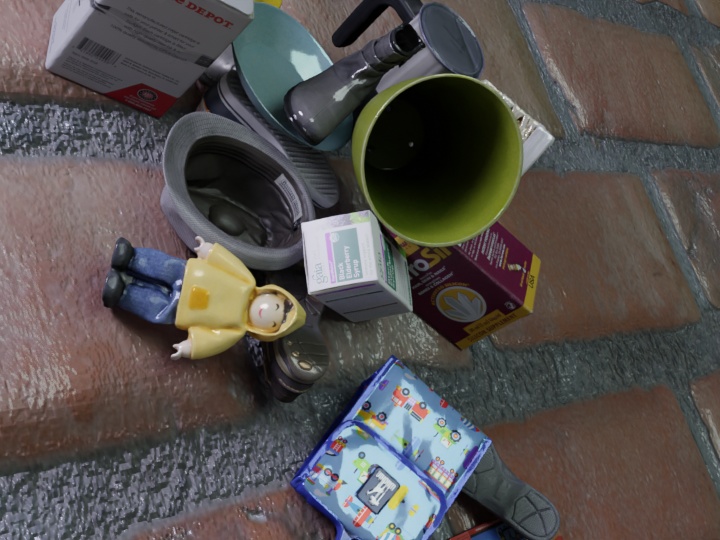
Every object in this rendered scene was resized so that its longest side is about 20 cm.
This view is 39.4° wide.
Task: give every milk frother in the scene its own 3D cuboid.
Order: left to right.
[{"bbox_3d":[0.025,-0.256,1.321,0.181,0.188,0.200,45,42,-12],"label":"milk frother"}]

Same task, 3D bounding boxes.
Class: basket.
[{"bbox_3d":[0.153,-0.172,1.370,0.123,0.136,0.200,43,-1,-9],"label":"basket"}]

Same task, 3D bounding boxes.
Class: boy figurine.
[{"bbox_3d":[-0.153,0.033,1.002,0.199,0.064,0.125,17,78,-5],"label":"boy figurine"}]

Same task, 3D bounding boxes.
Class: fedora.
[{"bbox_3d":[-0.148,-0.071,1.108,0.199,0.090,0.178,24,51,-30],"label":"fedora"}]

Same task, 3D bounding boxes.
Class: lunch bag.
[{"bbox_3d":[0.024,0.221,1.097,0.150,0.094,0.200,40,53,0],"label":"lunch bag"}]

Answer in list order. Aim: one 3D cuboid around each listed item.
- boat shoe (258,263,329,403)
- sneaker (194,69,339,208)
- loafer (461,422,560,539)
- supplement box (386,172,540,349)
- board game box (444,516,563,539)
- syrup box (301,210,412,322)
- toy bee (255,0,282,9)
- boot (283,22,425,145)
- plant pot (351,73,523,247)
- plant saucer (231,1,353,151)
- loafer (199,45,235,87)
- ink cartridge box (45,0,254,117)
[{"bbox_3d":[-0.084,0.063,1.103,0.074,0.073,0.200,25,29,-20],"label":"boat shoe"},{"bbox_3d":[-0.112,-0.143,1.202,0.200,0.079,0.079,48,33,-17],"label":"sneaker"},{"bbox_3d":[0.152,0.255,1.220,0.200,0.063,0.072,43,72,9],"label":"loafer"},{"bbox_3d":[0.117,-0.011,1.299,0.200,0.131,0.103,38,44,-19],"label":"supplement box"},{"bbox_3d":[0.184,0.349,1.221,0.200,0.019,0.103,-8,72,-46],"label":"board game box"},{"bbox_3d":[0.000,0.000,1.138,0.200,0.081,0.079,44,37,-73],"label":"syrup box"},{"bbox_3d":[-0.153,-0.328,1.258,0.200,0.130,0.109,-15,101,-59],"label":"toy bee"},{"bbox_3d":[-0.004,-0.224,1.149,0.070,0.131,0.200,51,33,-16],"label":"boot"},{"bbox_3d":[0.063,-0.142,1.170,0.187,0.187,0.200,36,3,-22],"label":"plant pot"},{"bbox_3d":[-0.089,-0.221,1.189,0.201,0.039,0.202,36,39,-35],"label":"plant saucer"},{"bbox_3d":[-0.141,-0.235,1.225,0.200,0.070,0.070,38,78,-19],"label":"loafer"},{"bbox_3d":[-0.225,-0.271,1.077,0.144,0.200,0.084,21,52,-34],"label":"ink cartridge box"}]
